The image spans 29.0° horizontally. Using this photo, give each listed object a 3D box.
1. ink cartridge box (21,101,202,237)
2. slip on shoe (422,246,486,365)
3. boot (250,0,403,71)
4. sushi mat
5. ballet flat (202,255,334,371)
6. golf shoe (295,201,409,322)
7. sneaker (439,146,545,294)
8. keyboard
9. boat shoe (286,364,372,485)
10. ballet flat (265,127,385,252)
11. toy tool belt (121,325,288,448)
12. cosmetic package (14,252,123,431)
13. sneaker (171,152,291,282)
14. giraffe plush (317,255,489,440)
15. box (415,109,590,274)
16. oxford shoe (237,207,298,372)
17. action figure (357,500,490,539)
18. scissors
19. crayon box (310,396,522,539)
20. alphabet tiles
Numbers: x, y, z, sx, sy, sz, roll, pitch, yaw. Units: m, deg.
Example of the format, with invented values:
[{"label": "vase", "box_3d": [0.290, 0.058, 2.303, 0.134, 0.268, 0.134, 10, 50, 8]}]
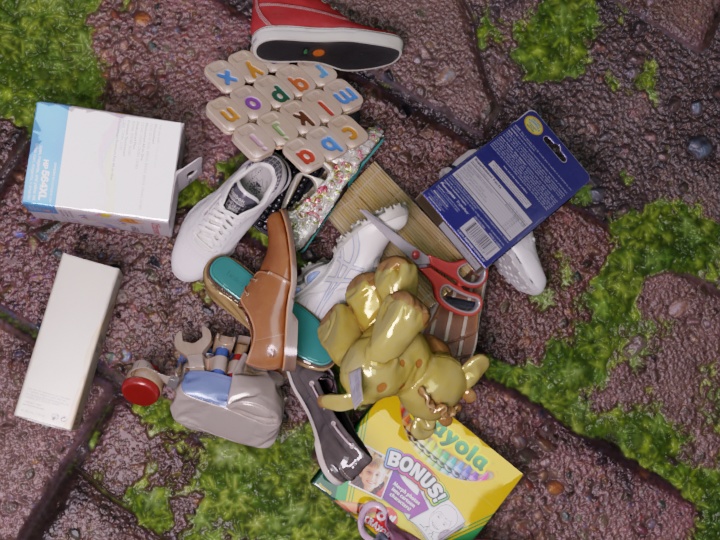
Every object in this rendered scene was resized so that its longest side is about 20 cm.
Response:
[{"label": "ink cartridge box", "box_3d": [-0.294, -0.118, 1.691, 0.200, 0.129, 0.125, 9, 84, -4]}, {"label": "slip on shoe", "box_3d": [0.111, 0.062, 1.738, 0.076, 0.061, 0.200, 14, 76, -1]}, {"label": "boot", "box_3d": [-0.044, -0.333, 1.775, 0.200, 0.072, 0.145, 4, 62, -19]}, {"label": "sushi mat", "box_3d": [0.045, -0.040, 1.741, 0.096, 0.012, 0.200, -40, 68, -6]}, {"label": "ballet flat", "box_3d": [-0.111, 0.057, 1.706, 0.200, 0.063, 0.069, 41, 60, 8]}, {"label": "golf shoe", "box_3d": [0.000, 0.000, 1.705, 0.200, 0.078, 0.097, -42, 80, 25]}, {"label": "sneaker", "box_3d": [0.184, -0.063, 1.759, 0.080, 0.076, 0.200, -32, 90, -17]}, {"label": "keyboard", "box_3d": [-0.085, -0.140, 1.761, 0.104, 0.040, 0.200, 27, 81, -3]}, {"label": "boat shoe", "box_3d": [-0.037, 0.164, 1.689, 0.057, 0.067, 0.200, -32, 57, 16]}, {"label": "ballet flat", "box_3d": [-0.045, -0.112, 1.735, 0.064, 0.076, 0.200, 38, 75, -12]}, {"label": "toy tool belt", "box_3d": [-0.181, 0.130, 1.697, 0.200, 0.125, 0.123, 19, 45, -7]}, {"label": "cosmetic package", "box_3d": [-0.349, 0.088, 1.677, 0.073, 0.104, 0.200, 17, 84, -5]}, {"label": "sneaker", "box_3d": [-0.167, -0.066, 1.709, 0.076, 0.081, 0.200, 39, 99, -6]}, {"label": "giraffe plush", "box_3d": [0.058, 0.106, 1.624, 0.162, 0.172, 0.200, 28, 49, -28]}, {"label": "box", "box_3d": [0.178, -0.099, 1.712, 0.200, 0.032, 0.121, -38, 85, -23]}, {"label": "oxford shoe", "box_3d": [-0.108, 0.019, 1.648, 0.071, 0.071, 0.200, 2, 71, -3]}, {"label": "action figure", "box_3d": [0.103, 0.355, 1.658, 0.200, 0.134, 0.149, -5, 43, -20]}, {"label": "scissors", "box_3d": [0.071, -0.006, 1.668, 0.200, 0.014, 0.073, 23, 89, -26]}, {"label": "crayon box", "box_3d": [0.068, 0.257, 1.724, 0.200, 0.058, 0.173, 39, 82, -1]}, {"label": "alphabet tiles", "box_3d": [-0.092, -0.203, 1.720, 0.196, 0.015, 0.200, 44, 49, 16]}]
